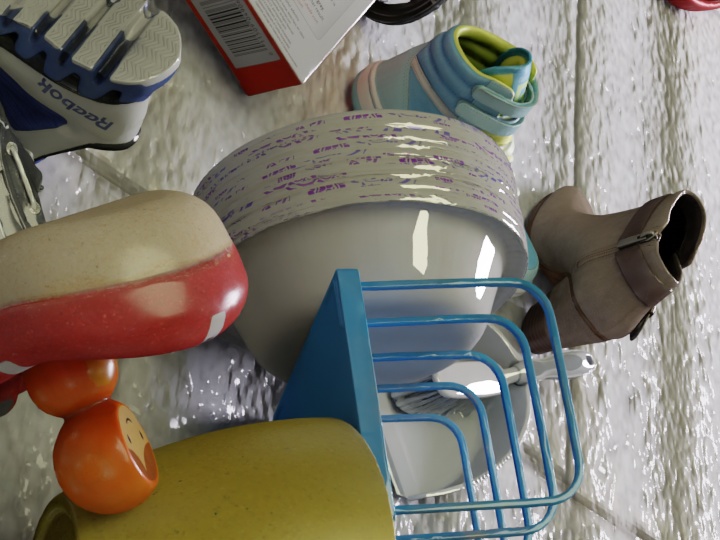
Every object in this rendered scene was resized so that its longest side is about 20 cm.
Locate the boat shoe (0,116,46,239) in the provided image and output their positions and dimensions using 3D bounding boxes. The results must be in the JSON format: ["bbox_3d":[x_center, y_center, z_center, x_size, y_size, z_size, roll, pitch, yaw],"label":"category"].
[{"bbox_3d":[-0.203,-0.045,0.998,0.068,0.072,0.201,-11,78,-50],"label":"boat shoe"}]

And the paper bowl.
[{"bbox_3d":[0.000,0.000,1.097,0.200,0.200,0.105,19,53,-41],"label":"paper bowl"}]

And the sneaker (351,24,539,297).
[{"bbox_3d":[0.093,-0.082,1.319,0.201,0.130,0.080,54,36,-9],"label":"sneaker"}]

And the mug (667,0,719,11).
[{"bbox_3d":[0.346,-0.339,1.822,0.199,0.178,0.133,25,12,-43],"label":"mug"}]

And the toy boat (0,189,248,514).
[{"bbox_3d":[-0.131,0.049,0.857,0.130,0.199,0.131,-24,87,-52],"label":"toy boat"}]

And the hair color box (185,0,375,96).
[{"bbox_3d":[-0.034,-0.225,1.264,0.200,0.064,0.111,-51,120,-33],"label":"hair color box"}]

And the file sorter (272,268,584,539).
[{"bbox_3d":[0.032,0.104,1.040,0.122,0.200,0.140,-2,63,-14],"label":"file sorter"}]

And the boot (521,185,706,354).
[{"bbox_3d":[0.191,-0.020,1.380,0.070,0.146,0.201,39,41,-23],"label":"boot"}]

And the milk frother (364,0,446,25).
[{"bbox_3d":[0.071,-0.281,1.447,0.187,0.180,0.201,11,101,-45],"label":"milk frother"}]

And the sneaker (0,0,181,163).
[{"bbox_3d":[-0.199,-0.121,1.049,0.199,0.116,0.081,30,49,9],"label":"sneaker"}]

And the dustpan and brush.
[{"bbox_3d":[0.087,0.075,1.266,0.199,0.057,0.141,-1,67,-50],"label":"dustpan and brush"}]

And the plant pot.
[{"bbox_3d":[-0.087,0.167,0.921,0.141,0.200,0.201,8,59,-23],"label":"plant pot"}]
